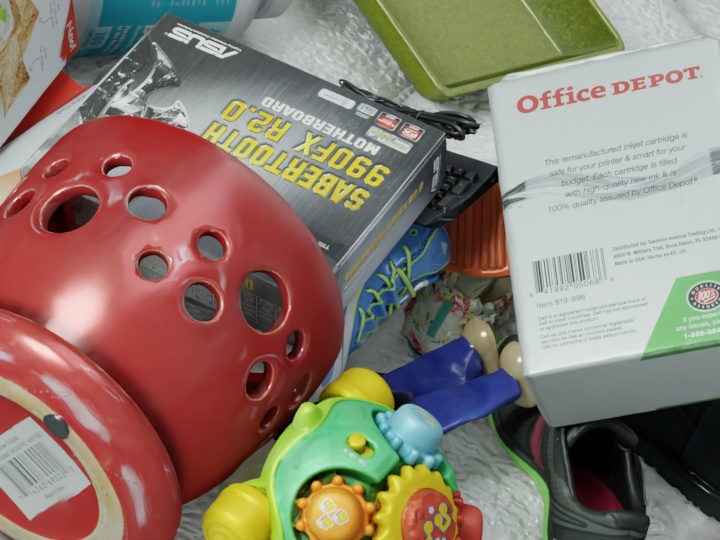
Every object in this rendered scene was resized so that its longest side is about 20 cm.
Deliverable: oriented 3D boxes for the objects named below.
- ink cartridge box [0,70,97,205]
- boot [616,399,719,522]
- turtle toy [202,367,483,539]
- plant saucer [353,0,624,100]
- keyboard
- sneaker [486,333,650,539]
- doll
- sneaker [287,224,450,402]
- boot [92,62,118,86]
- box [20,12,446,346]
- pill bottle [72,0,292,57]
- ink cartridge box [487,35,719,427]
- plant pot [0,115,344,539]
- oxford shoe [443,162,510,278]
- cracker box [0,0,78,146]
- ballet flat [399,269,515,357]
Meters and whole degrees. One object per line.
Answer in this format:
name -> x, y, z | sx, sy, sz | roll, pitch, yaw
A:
ink cartridge box -> -0.205, -0.070, 1.726 | 0.162, 0.050, 0.200 | -37, 63, -28
boot -> 0.205, 0.041, 1.762 | 0.200, 0.168, 0.076 | 40, 41, 22
turtle toy -> 0.013, 0.154, 1.536 | 0.101, 0.200, 0.146 | -1, 34, 43
plant saucer -> 0.066, -0.206, 2.071 | 0.199, 0.048, 0.200 | -17, 65, -42
keyboard -> -0.004, -0.083, 1.755 | 0.200, 0.021, 0.127 | 19, 36, 26
sneaker -> 0.135, 0.106, 1.712 | 0.077, 0.084, 0.200 | 5, 41, -27
doll -> 0.001, 0.087, 1.675 | 0.200, 0.049, 0.136 | -21, 32, -26
sneaker -> 0.000, 0.000, 1.691 | 0.105, 0.076, 0.200 | -13, 34, 8
boot -> -0.071, -0.055, 1.817 | 0.203, 0.074, 0.154 | 8, 43, -18
box -> -0.074, -0.055, 1.656 | 0.200, 0.048, 0.158 | 25, 51, 20
pill bottle -> -0.143, -0.202, 1.923 | 0.200, 0.111, 0.111 | -6, 46, -34
ink cartridge box -> 0.161, -0.024, 1.668 | 0.146, 0.083, 0.201 | -10, 63, 11
plant pot -> -0.137, 0.044, 1.532 | 0.200, 0.201, 0.183 | 33, 53, 12
oxford shoe -> 0.106, -0.029, 1.784 | 0.199, 0.072, 0.073 | 6, 2, 9
cracker box -> -0.241, -0.134, 1.685 | 0.058, 0.134, 0.200 | 13, 45, 18
ballet flat -> 0.088, -0.005, 1.844 | 0.075, 0.064, 0.200 | 28, 36, 5
